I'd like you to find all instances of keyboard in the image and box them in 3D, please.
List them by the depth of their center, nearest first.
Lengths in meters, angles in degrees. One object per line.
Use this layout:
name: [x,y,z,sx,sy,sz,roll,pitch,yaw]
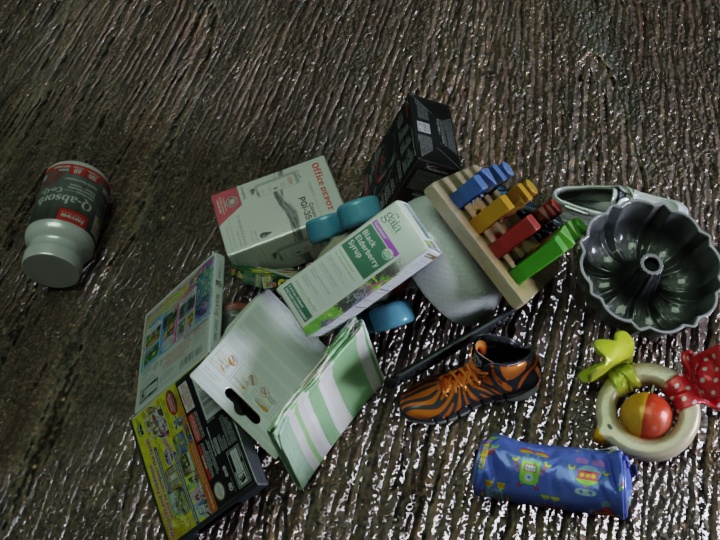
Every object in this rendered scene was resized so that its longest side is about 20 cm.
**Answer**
keyboard: [0.120,0.111,1.363,0.200,0.127,0.021,-28,84,-11]

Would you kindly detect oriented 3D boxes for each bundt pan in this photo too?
bundt pan: [0.387,0.006,1.361,0.202,0.076,0.202,3,65,-6]

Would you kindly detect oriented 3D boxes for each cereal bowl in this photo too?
cereal bowl: [0.139,-0.025,1.391,0.083,0.200,0.200,-33,45,27]

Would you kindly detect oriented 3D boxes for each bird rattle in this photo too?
bird rattle: [0.379,0.169,1.275,0.200,0.113,0.163,16,69,10]

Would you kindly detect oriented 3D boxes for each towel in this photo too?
towel: [-0.041,0.178,1.319,0.023,0.153,0.200,21,58,31]

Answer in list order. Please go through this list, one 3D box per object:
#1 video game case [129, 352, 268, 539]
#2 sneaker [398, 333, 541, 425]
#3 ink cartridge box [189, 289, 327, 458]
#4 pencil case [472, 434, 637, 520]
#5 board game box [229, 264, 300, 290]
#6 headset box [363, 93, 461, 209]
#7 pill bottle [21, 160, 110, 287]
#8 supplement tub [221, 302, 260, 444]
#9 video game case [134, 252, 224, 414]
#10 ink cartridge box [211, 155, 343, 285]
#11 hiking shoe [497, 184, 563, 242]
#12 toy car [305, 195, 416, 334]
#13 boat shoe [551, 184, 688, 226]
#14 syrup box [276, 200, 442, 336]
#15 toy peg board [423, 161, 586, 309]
video game case: [-0.221,0.241,1.323,0.181,0.025,0.200,-39,59,25]
sneaker: [0.141,0.137,1.327,0.200,0.112,0.078,-18,51,1]
ink cartridge box: [-0.130,0.143,1.348,0.162,0.050,0.200,46,47,-7]
pencil case: [0.240,0.253,1.231,0.200,0.078,0.087,4,83,18]
board game box: [-0.120,0.012,1.452,0.105,0.023,0.200,1,4,-20]
headset box: [0.071,-0.146,1.530,0.075,0.200,0.149,14,46,-20]
pill bottle: [-0.497,-0.077,1.667,0.116,0.116,0.200,-5,52,11]
supplement tub: [-0.175,0.151,1.408,0.107,0.107,0.200,-9,52,8]
video game case: [-0.266,0.095,1.457,0.200,0.024,0.182,-38,40,36]
ink cartridge box: [-0.123,-0.083,1.590,0.200,0.083,0.147,-21,50,-1]
hiking shoe: [0.219,-0.103,1.521,0.200,0.074,0.087,17,50,20]
toy car: [0.052,-0.017,1.449,0.200,0.177,0.184,-17,88,-34]
boat shoe: [0.384,-0.092,1.471,0.200,0.065,0.074,0,53,15]
syrup box: [0.000,0.000,1.293,0.200,0.081,0.079,-36,77,12]
toy peg board: [0.214,-0.075,1.358,0.098,0.200,0.199,-39,85,27]
